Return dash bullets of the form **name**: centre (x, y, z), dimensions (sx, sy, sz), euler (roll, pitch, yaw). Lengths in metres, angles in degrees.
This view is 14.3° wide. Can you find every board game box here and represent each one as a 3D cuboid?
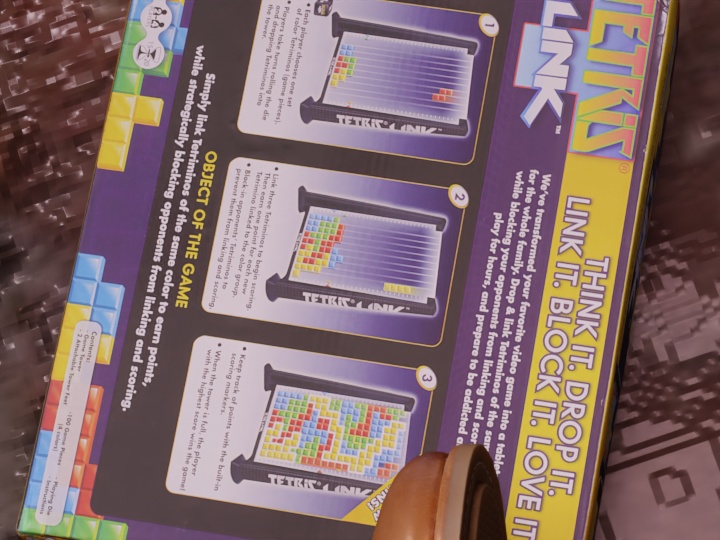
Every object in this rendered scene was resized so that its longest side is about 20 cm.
- **board game box**: centre (0.000, 0.000, 0.857), dimensions (0.164, 0.057, 0.201), euler (9, 75, 7)

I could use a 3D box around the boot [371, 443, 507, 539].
- **boot**: centre (-0.044, 0.128, 0.794), dimensions (0.154, 0.077, 0.201), euler (15, 109, 16)
